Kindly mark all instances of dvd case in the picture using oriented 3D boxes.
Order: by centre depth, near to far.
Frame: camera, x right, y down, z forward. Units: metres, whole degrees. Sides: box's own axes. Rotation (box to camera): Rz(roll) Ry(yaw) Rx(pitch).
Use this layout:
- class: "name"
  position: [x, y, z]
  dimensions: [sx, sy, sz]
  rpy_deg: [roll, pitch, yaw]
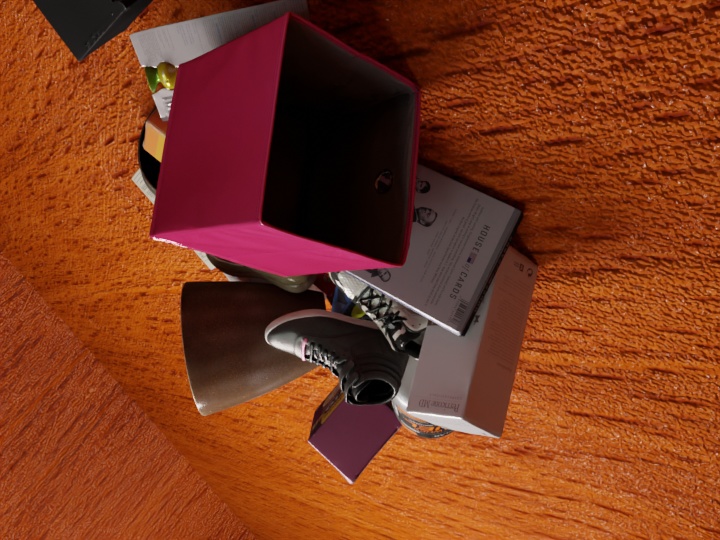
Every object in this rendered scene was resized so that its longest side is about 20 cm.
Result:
- class: "dvd case"
  position: [0.066, -0.038, 0.863]
  dimensions: [0.197, 0.153, 0.025]
  rpy_deg: [28, 180, 24]

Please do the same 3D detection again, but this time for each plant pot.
- class: "plant pot"
  position: [-0.141, 0.096, 1.088]
  dimensions: [0.194, 0.190, 0.189]
  rpy_deg: [-9, 142, -3]

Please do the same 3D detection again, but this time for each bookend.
- class: "bookend"
  position: [-0.360, -0.403, 0.957]
  dimensions: [0.197, 0.092, 0.202]
  rpy_deg: [-10, 121, 54]

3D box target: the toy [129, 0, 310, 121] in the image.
- class: "toy"
  position: [-0.150, -0.248, 0.865]
  dimensions: [0.117, 0.194, 0.048]
  rpy_deg: [79, 175, -47]

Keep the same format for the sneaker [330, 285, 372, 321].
- class: "sneaker"
  position: [0.000, 0.000, 1.006]
  dimensions: [0.079, 0.065, 0.203]
  rpy_deg: [46, 122, 37]

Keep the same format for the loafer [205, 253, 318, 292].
- class: "loafer"
  position: [-0.145, -0.030, 1.071]
  dimensions: [0.196, 0.077, 0.068]
  rpy_deg: [14, 143, 28]

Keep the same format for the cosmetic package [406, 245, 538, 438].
- class: "cosmetic package"
  position: [0.129, 0.078, 0.871]
  dimensions: [0.073, 0.205, 0.101]
  rpy_deg: [27, 160, -32]

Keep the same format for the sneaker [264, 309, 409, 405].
- class: "sneaker"
  position: [-0.032, 0.113, 0.962]
  dimensions: [0.194, 0.101, 0.072]
  rpy_deg: [8, 133, 1]

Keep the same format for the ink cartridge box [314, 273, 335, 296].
- class: "ink cartridge box"
  position: [-0.086, -0.068, 1.088]
  dimensions: [0.199, 0.067, 0.116]
  rpy_deg: [42, 152, 1]

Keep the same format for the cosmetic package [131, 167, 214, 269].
- class: "cosmetic package"
  position: [-0.267, -0.111, 1.235]
  dimensions: [0.201, 0.087, 0.103]
  rpy_deg: [51, 149, -14]

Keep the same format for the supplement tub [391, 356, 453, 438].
- class: "supplement tub"
  position: [0.101, 0.168, 1.092]
  dimensions: [0.121, 0.124, 0.201]
  rpy_deg: [31, 163, 19]

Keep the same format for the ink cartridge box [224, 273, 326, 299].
- class: "ink cartridge box"
  position: [-0.143, -0.006, 1.191]
  dimensions: [0.067, 0.116, 0.202]
  rpy_deg: [-1, 130, 50]

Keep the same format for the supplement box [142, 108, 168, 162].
- class: "supplement box"
  position: [-0.171, -0.128, 0.939]
  dimensions: [0.199, 0.069, 0.067]
  rpy_deg: [39, 151, -4]

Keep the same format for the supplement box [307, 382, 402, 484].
- class: "supplement box"
  position: [-0.008, 0.243, 1.260]
  dimensions: [0.103, 0.131, 0.200]
  rpy_deg: [42, -179, -2]

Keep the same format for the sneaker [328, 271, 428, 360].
- class: "sneaker"
  position: [0.045, 0.048, 0.927]
  dimensions: [0.198, 0.088, 0.076]
  rpy_deg: [34, 120, -14]

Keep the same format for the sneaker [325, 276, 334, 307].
- class: "sneaker"
  position: [0.006, 0.095, 1.122]
  dimensions: [0.080, 0.204, 0.088]
  rpy_deg: [-20, 145, 14]

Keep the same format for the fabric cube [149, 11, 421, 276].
- class: "fabric cube"
  position: [-0.075, -0.111, 0.792]
  dimensions: [0.197, 0.202, 0.196]
  rpy_deg: [16, 166, -42]

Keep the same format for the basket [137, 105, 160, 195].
- class: "basket"
  position: [-0.247, -0.164, 1.076]
  dimensions: [0.137, 0.180, 0.199]
  rpy_deg: [51, 160, -12]
